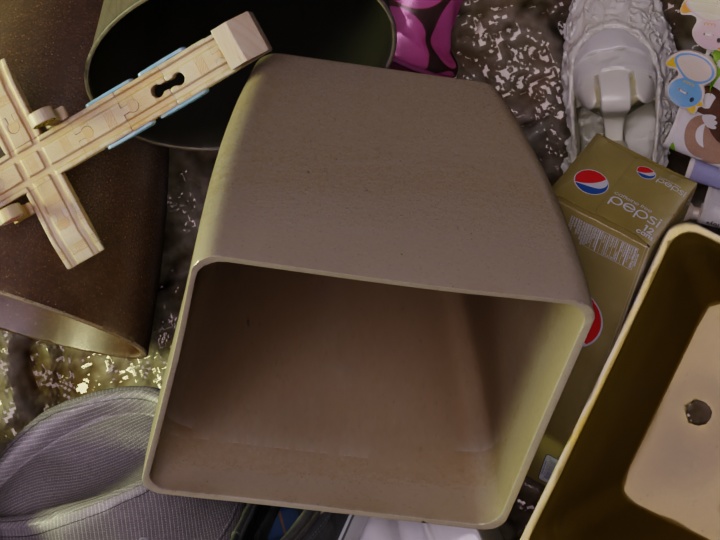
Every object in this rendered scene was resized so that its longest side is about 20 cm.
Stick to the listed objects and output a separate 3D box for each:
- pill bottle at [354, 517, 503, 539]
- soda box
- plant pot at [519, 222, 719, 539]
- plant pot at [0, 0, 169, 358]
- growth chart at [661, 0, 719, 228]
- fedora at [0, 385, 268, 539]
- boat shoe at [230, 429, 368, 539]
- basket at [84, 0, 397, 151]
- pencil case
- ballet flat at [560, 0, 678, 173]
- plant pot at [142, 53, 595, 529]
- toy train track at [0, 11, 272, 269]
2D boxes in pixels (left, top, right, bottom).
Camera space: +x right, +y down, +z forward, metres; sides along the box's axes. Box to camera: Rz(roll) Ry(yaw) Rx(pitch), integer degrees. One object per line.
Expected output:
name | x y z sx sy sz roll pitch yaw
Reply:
pill bottle | -0.015 0.192 1.449 0.199 0.111 0.112 -24 87 9
soda box | 0.120 0.026 1.390 0.064 0.068 0.201 28 135 13
plant pot | 0.220 0.103 1.379 0.199 0.176 0.201 26 95 7
plant pot | -0.184 -0.072 1.451 0.186 0.187 0.201 14 80 8
growth chart | 0.236 -0.085 1.387 0.144 0.018 0.201 10 136 4
fedora | -0.151 0.135 1.436 0.199 0.177 0.090 -20 132 14
boat shoe | -0.024 0.111 1.408 0.068 0.200 0.057 -9 131 28
basket | -0.063 -0.191 1.400 0.180 0.136 0.201 -20 49 26
pencil case | 0.049 -0.210 1.446 0.091 0.093 0.201 25 95 45
ballet flat | 0.149 -0.074 1.443 0.071 0.072 0.201 -1 90 9
plant pot | 0.000 0.000 1.336 0.199 0.200 0.178 8 50 -9
toy train track | -0.138 -0.076 1.315 0.199 0.033 0.115 -29 88 12
